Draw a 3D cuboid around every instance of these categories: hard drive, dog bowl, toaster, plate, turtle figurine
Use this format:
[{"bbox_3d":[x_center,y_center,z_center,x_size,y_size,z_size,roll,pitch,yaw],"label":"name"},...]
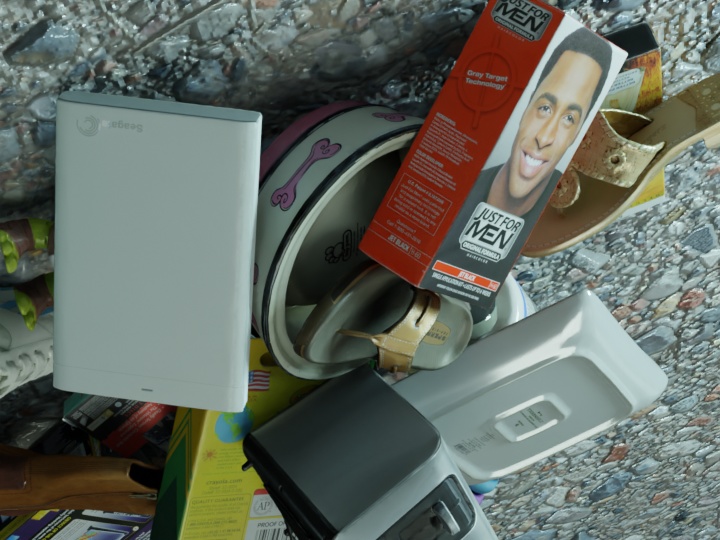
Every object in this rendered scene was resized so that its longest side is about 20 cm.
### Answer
[{"bbox_3d":[-0.134,-0.010,1.266,0.130,0.026,0.202,7,112,6],"label":"hard drive"},{"bbox_3d":[-0.013,-0.028,1.344,0.199,0.074,0.201,-33,144,-29],"label":"dog bowl"},{"bbox_3d":[0.016,0.182,1.387,0.118,0.200,0.182,-35,122,-10],"label":"toaster"},{"bbox_3d":[0.126,0.104,1.506,0.199,0.033,0.199,-27,148,15],"label":"plate"},{"bbox_3d":[-0.165,-0.027,1.330,0.160,0.065,0.201,-16,141,-9],"label":"turtle figurine"}]

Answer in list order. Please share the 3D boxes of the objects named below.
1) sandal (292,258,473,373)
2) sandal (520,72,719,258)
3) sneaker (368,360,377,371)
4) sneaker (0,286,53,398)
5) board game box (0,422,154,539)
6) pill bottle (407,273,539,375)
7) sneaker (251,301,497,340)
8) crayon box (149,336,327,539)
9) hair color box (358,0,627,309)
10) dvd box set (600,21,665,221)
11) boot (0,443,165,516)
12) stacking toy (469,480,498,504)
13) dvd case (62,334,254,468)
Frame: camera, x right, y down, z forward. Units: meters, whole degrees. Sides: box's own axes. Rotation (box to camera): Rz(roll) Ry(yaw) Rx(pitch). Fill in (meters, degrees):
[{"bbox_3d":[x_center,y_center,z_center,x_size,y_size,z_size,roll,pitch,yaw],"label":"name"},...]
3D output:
[{"bbox_3d":[0.028,0.045,1.345,0.082,0.054,0.199,-58,148,8],"label":"sandal"},{"bbox_3d":[0.185,-0.097,1.376,0.211,0.078,0.070,-32,127,1],"label":"sandal"},{"bbox_3d":[-0.086,0.082,1.546,0.198,0.078,0.086,-20,138,-10],"label":"sneaker"},{"bbox_3d":[-0.257,0.056,1.391,0.199,0.081,0.077,6,139,-38],"label":"sneaker"},{"bbox_3d":[-0.230,0.203,1.653,0.200,0.057,0.165,-39,145,28],"label":"board game box"},{"bbox_3d":[0.109,0.075,1.592,0.113,0.114,0.200,-27,147,11],"label":"pill bottle"},{"bbox_3d":[0.000,0.000,1.476,0.198,0.075,0.107,-7,118,9],"label":"sneaker"},{"bbox_3d":[-0.075,0.126,1.444,0.126,0.051,0.202,0,118,-30],"label":"crayon box"},{"bbox_3d":[0.089,-0.081,1.300,0.101,0.061,0.201,16,103,-56],"label":"hair color box"},{"bbox_3d":[0.154,-0.091,1.444,0.145,0.030,0.201,-19,148,-2],"label":"dvd box set"},{"bbox_3d":[-0.256,0.154,1.462,0.198,0.069,0.188,2,155,26],"label":"boot"},{"bbox_3d":[0.134,0.141,1.751,0.199,0.086,0.085,-38,145,16],"label":"stacking toy"},{"bbox_3d":[-0.108,0.115,1.496,0.146,0.022,0.200,-39,124,19],"label":"dvd case"}]
